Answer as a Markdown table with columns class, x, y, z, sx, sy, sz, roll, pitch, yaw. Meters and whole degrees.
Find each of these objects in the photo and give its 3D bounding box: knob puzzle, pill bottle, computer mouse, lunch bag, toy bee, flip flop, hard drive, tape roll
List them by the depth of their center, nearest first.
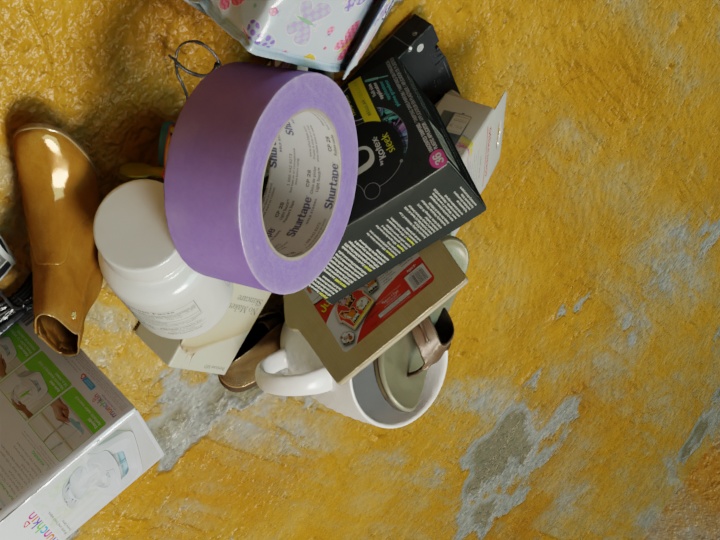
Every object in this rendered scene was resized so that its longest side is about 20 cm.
| class | x | y | z | sx | sy | sz | roll | pitch | yaw |
| --- | --- | --- | --- | --- | --- | --- | --- | --- | --- |
| lunch bag | -0.025 | -0.273 | 1.115 | 0.199 | 0.127 | 0.171 | 3 | 124 | -56 |
| tape roll | -0.086 | -0.085 | 1.131 | 0.200 | 0.084 | 0.203 | -31 | 126 | -54 |
| computer mouse | -0.362 | -0.010 | 1.162 | 0.109 | 0.044 | 0.201 | -37 | 149 | -13 |
| pill bottle | -0.194 | -0.011 | 1.210 | 0.114 | 0.114 | 0.200 | -45 | 165 | -10 |
| toy bee | -0.180 | -0.107 | 1.226 | 0.129 | 0.110 | 0.201 | -8 | 135 | 15 |
| knob puzzle | 0.000 | 0.000 | 1.339 | 0.220 | 0.219 | 0.030 | -51 | 146 | -1 |
| flip flop | 0.076 | 0.057 | 1.349 | 0.081 | 0.057 | 0.202 | 33 | 76 | -38 |
| hard drive | 0.025 | -0.185 | 1.456 | 0.200 | 0.038 | 0.140 | -47 | 145 | -9 |

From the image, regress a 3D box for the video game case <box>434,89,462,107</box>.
| class | x | y | z | sx | sy | sz | roll | pitch | yaw |
| --- | --- | --- | --- | --- | --- | --- | --- | --- | --- |
| video game case | 0.075 | -0.103 | 1.545 | 0.182 | 0.022 | 0.201 | -45 | 149 | -12 |

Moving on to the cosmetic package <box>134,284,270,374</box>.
| class | x | y | z | sx | sy | sz | roll | pitch | yaw |
| --- | --- | --- | --- | --- | --- | --- | --- | --- | --- |
| cosmetic package | -0.156 | 0.011 | 1.392 | 0.103 | 0.073 | 0.201 | 14 | 109 | -54 |

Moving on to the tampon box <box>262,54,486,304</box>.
| class | x | y | z | sx | sy | sz | roll | pitch | yaw |
| --- | --- | --- | --- | --- | --- | --- | --- | --- | --- |
| tampon box | 0.001 | -0.091 | 1.281 | 0.199 | 0.151 | 0.126 | -31 | 150 | 11 |

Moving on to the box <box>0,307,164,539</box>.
| class | x | y | z | sx | sy | sz | roll | pitch | yaw |
| --- | --- | --- | --- | --- | --- | --- | --- | --- | --- |
| box | -0.326 | 0.156 | 1.212 | 0.176 | 0.200 | 0.097 | -41 | 145 | -17 |

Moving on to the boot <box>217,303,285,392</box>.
| class | x | y | z | sx | sy | sz | roll | pitch | yaw |
| --- | --- | --- | --- | --- | --- | --- | --- | --- | --- |
| boot | -0.090 | 0.069 | 1.510 | 0.199 | 0.074 | 0.076 | -37 | 157 | -18 |

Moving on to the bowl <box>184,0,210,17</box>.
| class | x | y | z | sx | sy | sz | roll | pitch | yaw |
| --- | --- | --- | --- | --- | --- | --- | --- | --- | --- |
| bowl | -0.102 | -0.332 | 1.143 | 0.199 | 0.074 | 0.201 | 17 | 107 | -53 |

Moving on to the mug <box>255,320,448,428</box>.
| class | x | y | z | sx | sy | sz | roll | pitch | yaw |
| --- | --- | --- | --- | --- | --- | --- | --- | --- | --- |
| mug | -0.028 | 0.099 | 1.423 | 0.199 | 0.174 | 0.150 | -20 | 110 | -35 |

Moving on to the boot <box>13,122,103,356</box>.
| class | x | y | z | sx | sy | sz | roll | pitch | yaw |
| --- | --- | --- | --- | --- | --- | --- | --- | --- | --- |
| boot | -0.282 | -0.023 | 1.152 | 0.070 | 0.145 | 0.202 | -2 | 143 | 6 |

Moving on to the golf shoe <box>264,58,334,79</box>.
| class | x | y | z | sx | sy | sz | roll | pitch | yaw |
| --- | --- | --- | --- | --- | --- | --- | --- | --- | --- |
| golf shoe | -0.081 | -0.181 | 1.294 | 0.077 | 0.088 | 0.202 | -3 | 124 | -49 |

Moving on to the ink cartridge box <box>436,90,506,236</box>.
| class | x | y | z | sx | sy | sz | roll | pitch | yaw |
| --- | --- | --- | --- | --- | --- | --- | --- | --- | --- |
| ink cartridge box | 0.102 | -0.120 | 1.439 | 0.201 | 0.067 | 0.118 | -56 | 157 | -39 |
